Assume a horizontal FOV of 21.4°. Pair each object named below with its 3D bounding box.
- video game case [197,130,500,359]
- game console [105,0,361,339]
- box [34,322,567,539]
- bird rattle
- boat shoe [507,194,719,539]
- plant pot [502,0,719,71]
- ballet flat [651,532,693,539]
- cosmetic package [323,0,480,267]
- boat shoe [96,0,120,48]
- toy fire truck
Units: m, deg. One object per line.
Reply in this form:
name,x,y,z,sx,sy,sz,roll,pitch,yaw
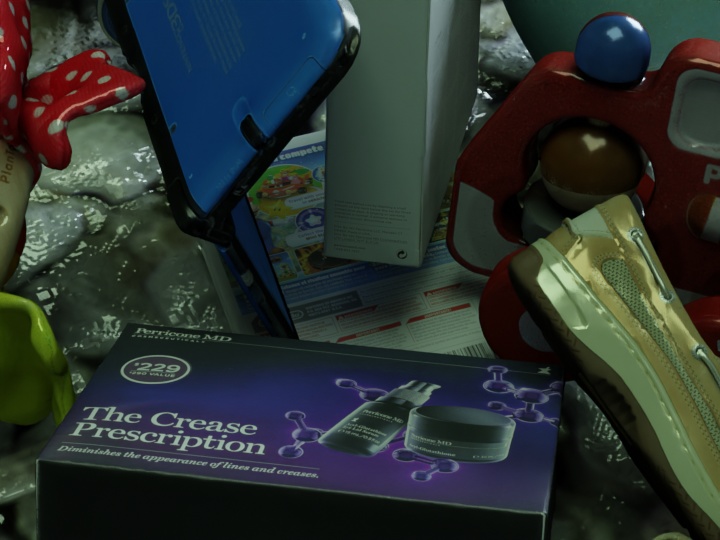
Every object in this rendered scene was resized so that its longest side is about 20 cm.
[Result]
video game case,0.000,0.000,0.957,0.143,0.018,0.200,-14,47,-11
game console,-0.044,-0.088,0.889,0.118,0.171,0.200,21,32,-38
box,-0.019,0.090,0.797,0.200,0.079,0.141,5,20,7
bird rattle,-0.182,-0.027,0.868,0.113,0.163,0.200,9,81,-28
boat shoe,0.147,0.058,0.799,0.076,0.072,0.200,-35,90,-3
plant pot,0.164,-0.140,0.985,0.200,0.200,0.135,-1,66,1
ballet flat,0.082,0.179,0.744,0.067,0.062,0.200,3,37,42
cosmetic package,0.025,-0.115,0.925,0.052,0.151,0.200,8,29,8
boat shoe,-0.052,-0.161,1.088,0.200,0.072,0.072,-4,37,-11
toy fire truck,0.142,-0.033,0.864,0.200,0.168,0.112,17,36,14
